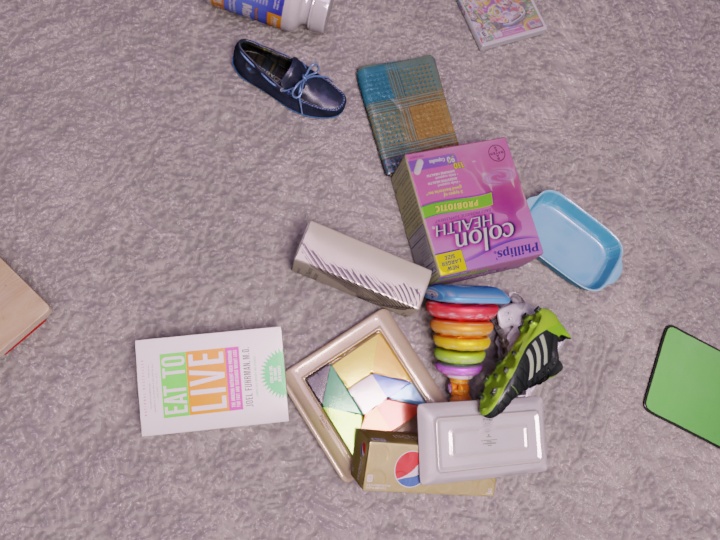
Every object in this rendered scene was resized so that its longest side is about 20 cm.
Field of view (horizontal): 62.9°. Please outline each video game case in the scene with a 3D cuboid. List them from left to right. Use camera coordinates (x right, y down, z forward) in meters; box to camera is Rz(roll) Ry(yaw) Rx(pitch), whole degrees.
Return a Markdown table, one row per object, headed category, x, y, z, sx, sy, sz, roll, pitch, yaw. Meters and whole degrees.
| category | x | y | z | sx | sy | sz | roll | pitch | yaw |
| --- | --- | --- | --- | --- | --- | --- | --- | --- | --- |
| video game case | 0.247 | -0.517 | 1.103 | 0.143 | 0.018 | 0.201 | -20 | 80 | -14 |

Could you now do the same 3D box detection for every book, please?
| category | x | y | z | sx | sy | sz | roll | pitch | yaw |
| --- | --- | --- | --- | --- | --- | --- | --- | --- | --- |
| book | -0.205 | 0.154 | 0.828 | 0.199 | 0.048 | 0.134 | -5 | 83 | -7 |

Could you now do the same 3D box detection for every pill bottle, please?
| category | x | y | z | sx | sy | sz | roll | pitch | yaw |
| --- | --- | --- | --- | --- | --- | --- | --- | --- | --- |
| pill bottle | -0.145 | -0.462 | 0.966 | 0.199 | 0.112 | 0.112 | 18 | 74 | -6 |

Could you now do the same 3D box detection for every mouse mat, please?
| category | x | y | z | sx | sy | sz | roll | pitch | yaw |
| --- | --- | --- | --- | --- | --- | --- | --- | --- | --- |
| mouse mat | 0.580 | 0.202 | 0.992 | 0.200 | 0.008 | 0.161 | 27 | 73 | -2 |

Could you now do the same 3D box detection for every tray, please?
| category | x | y | z | sx | sy | sz | roll | pitch | yaw |
| --- | --- | --- | --- | --- | --- | --- | --- | --- | --- |
| tray | 0.175 | 0.234 | 0.816 | 0.199 | 0.022 | 0.108 | 0 | 81 | -18 |

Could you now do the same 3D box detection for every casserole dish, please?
| category | x | y | z | sx | sy | sz | roll | pitch | yaw |
| --- | --- | --- | --- | --- | --- | --- | --- | --- | --- |
| casserole dish | 0.348 | -0.047 | 0.994 | 0.200 | 0.039 | 0.121 | 37 | 72 | -1 |

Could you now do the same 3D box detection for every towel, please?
| category | x | y | z | sx | sy | sz | roll | pitch | yaw |
| --- | --- | --- | --- | --- | --- | --- | --- | --- | --- |
| towel | 0.084 | -0.266 | 1.009 | 0.146 | 0.022 | 0.201 | -13 | 81 | -12 |

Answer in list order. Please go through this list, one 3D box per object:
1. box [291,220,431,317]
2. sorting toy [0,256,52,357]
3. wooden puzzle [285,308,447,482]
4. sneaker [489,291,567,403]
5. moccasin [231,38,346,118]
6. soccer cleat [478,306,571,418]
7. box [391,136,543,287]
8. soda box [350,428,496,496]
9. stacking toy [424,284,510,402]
| category | x | y | z | sx | sy | sz | roll | pitch | yaw |
| --- | --- | --- | --- | --- | --- | --- | --- | --- | --- |
| box | 0.000 | 0.000 | 0.895 | 0.199 | 0.082 | 0.069 | 22 | 74 | -3 |
| sorting toy | -0.550 | 0.057 | 0.781 | 0.199 | 0.070 | 0.200 | 44 | 73 | 2 |
| wooden puzzle | 0.010 | 0.180 | 0.873 | 0.200 | 0.037 | 0.185 | -32 | 83 | -17 |
| sneaker | 0.225 | 0.128 | 0.910 | 0.115 | 0.075 | 0.200 | 42 | 68 | 2 |
| moccasin | -0.117 | -0.307 | 0.955 | 0.199 | 0.068 | 0.081 | 20 | 73 | -6 |
| soccer cleat | 0.237 | 0.138 | 0.832 | 0.081 | 0.068 | 0.200 | 43 | 61 | -2 |
| box | 0.165 | -0.091 | 0.940 | 0.175 | 0.097 | 0.201 | -12 | 79 | -14 |
| soda box | 0.092 | 0.272 | 0.833 | 0.199 | 0.064 | 0.068 | 9 | 88 | -16 |
| stacking toy | 0.151 | 0.123 | 0.889 | 0.109 | 0.116 | 0.201 | 2 | 93 | -16 |
